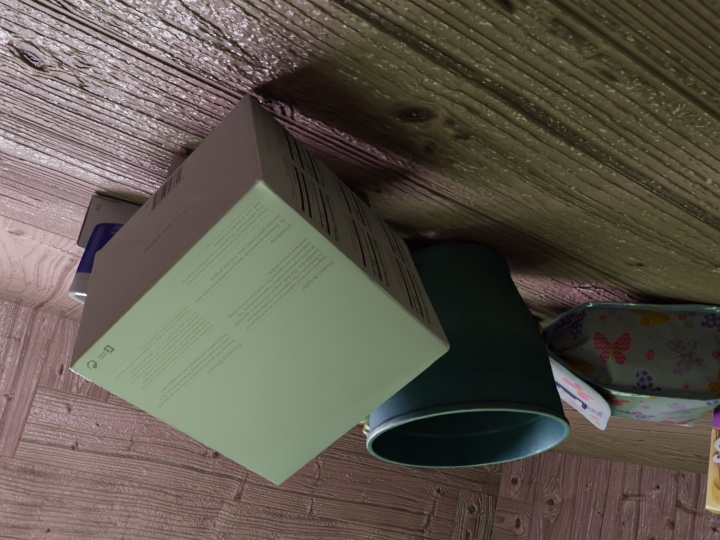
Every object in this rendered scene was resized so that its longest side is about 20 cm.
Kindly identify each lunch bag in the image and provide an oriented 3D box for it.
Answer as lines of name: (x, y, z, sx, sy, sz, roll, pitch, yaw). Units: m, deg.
lunch bag: (0.303, 0.114, 0.791, 0.196, 0.130, 0.170, 5, 160, 15)

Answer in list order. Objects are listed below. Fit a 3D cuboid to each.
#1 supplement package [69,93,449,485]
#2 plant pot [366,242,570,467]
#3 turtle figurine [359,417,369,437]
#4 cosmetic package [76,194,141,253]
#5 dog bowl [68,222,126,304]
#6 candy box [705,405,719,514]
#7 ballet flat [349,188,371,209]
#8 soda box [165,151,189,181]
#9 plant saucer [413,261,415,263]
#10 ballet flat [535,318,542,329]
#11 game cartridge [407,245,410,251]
supplement package: (-0.075, 0.020, 0.529, 0.191, 0.148, 0.199, -40, 123, 15)
plant pot: (0.101, 0.084, 0.704, 0.196, 0.191, 0.201, -2, 151, -1)
turtle figurine: (-0.015, 0.140, 0.926, 0.196, 0.198, 0.144, 8, -171, 7)
cosmetic package: (-0.312, -0.029, 0.942, 0.102, 0.075, 0.200, 15, 166, -4)
dog bowl: (-0.209, 0.022, 0.749, 0.196, 0.080, 0.200, 15, 166, 4)
candy box: (0.450, 0.170, 0.736, 0.056, 0.204, 0.116, 20, 163, -28)
ballet flat: (-0.069, -0.058, 0.667, 0.072, 0.068, 0.199, 42, 158, -23)
soda box: (-0.173, -0.054, 0.729, 0.062, 0.070, 0.200, 16, 166, -8)
plant saucer: (-0.056, 0.066, 0.719, 0.048, 0.202, 0.199, 40, 154, -23)
ballet flat: (0.186, 0.112, 1.000, 0.067, 0.077, 0.199, 16, 166, -28)
game cartridge: (0.000, 0.000, 0.844, 0.130, 0.042, 0.200, 7, 164, 9)
